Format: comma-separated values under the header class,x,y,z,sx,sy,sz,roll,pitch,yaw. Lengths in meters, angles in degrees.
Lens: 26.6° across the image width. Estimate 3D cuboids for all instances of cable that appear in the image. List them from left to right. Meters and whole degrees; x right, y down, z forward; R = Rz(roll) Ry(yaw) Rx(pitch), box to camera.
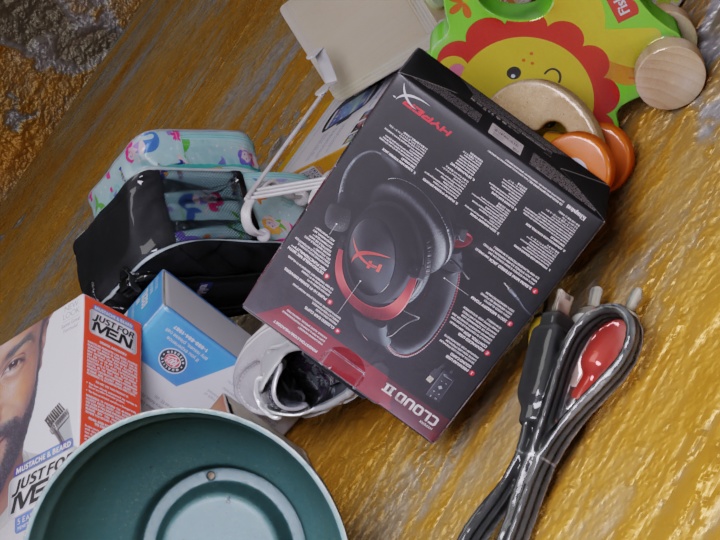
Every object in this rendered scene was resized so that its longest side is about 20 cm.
class,x,y,z,sx,sy,sz,roll,pitch,yaw
cable,0.112,0.094,0.851,0.097,0.050,0.202,-5,62,50

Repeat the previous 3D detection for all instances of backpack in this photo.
class,x,y,z,sx,sy,sz,roll,pitch,yaw
backpack,-0.134,-0.032,1.312,0.177,0.198,0.152,-39,55,52

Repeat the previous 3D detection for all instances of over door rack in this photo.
class,x,y,z,sx,sy,sz,roll,pitch,yaw
over door rack,0.002,-0.105,1.225,0.146,0.067,0.201,-8,45,33

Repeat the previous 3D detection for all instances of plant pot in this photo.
class,x,y,z,sx,sy,sz,roll,pitch,yaw
plant pot,-0.095,0.184,0.944,0.201,0.200,0.134,-51,-7,2

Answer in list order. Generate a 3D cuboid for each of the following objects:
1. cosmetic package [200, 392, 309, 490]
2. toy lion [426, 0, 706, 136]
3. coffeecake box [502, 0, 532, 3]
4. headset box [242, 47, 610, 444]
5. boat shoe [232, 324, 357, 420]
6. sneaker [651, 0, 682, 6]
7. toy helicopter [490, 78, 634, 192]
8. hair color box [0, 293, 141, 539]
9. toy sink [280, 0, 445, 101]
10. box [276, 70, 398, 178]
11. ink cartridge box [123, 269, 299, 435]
class,x,y,z,sx,sy,sz,roll,pitch,yaw
cosmetic package,-0.123,0.201,1.081,0.201,0.087,0.103,-51,22,5
toy lion,0.116,-0.149,1.002,0.190,0.201,0.069,-23,32,18
coffeecake box,0.169,-0.280,1.150,0.153,0.073,0.200,-41,3,-22
headset box,0.034,-0.006,0.923,0.201,0.148,0.075,-55,1,23
boat shoe,-0.040,0.073,1.066,0.199,0.073,0.068,-16,18,49
sneaker,0.181,-0.189,1.105,0.200,0.077,0.085,-45,13,-9
toy helicopter,0.081,-0.034,0.996,0.201,0.132,0.079,-63,-14,20
hair color box,-0.214,0.132,1.083,0.110,0.064,0.202,-30,47,29
toy sink,0.047,-0.258,1.357,0.199,0.113,0.130,-24,14,44
box,0.002,-0.131,1.409,0.199,0.041,0.120,-16,34,55
ink cartridge box,-0.164,0.126,1.207,0.200,0.145,0.084,-48,21,10
